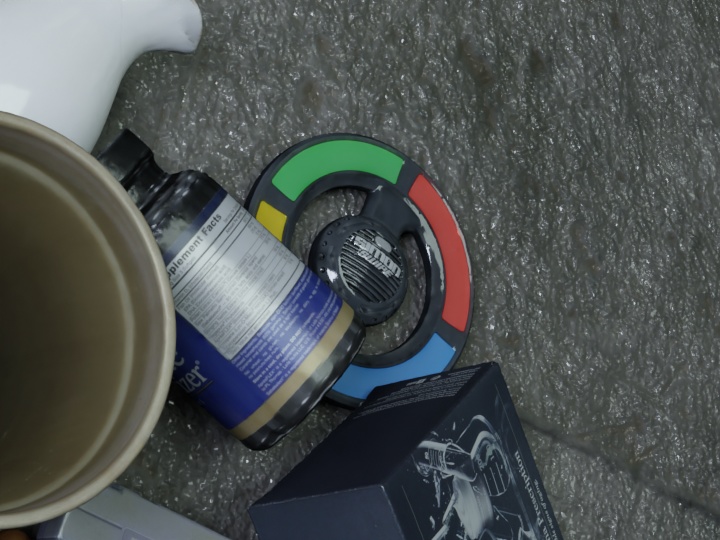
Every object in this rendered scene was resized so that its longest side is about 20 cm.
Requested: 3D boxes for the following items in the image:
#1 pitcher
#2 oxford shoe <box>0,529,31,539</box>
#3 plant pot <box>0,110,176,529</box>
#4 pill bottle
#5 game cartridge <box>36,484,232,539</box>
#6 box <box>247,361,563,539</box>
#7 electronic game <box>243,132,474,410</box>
[{"bbox_3d":[-0.219,-0.131,0.977,0.171,0.121,0.200,40,64,-1],"label":"pitcher"},{"bbox_3d":[-0.269,0.167,0.900,0.199,0.071,0.072,-10,72,-38],"label":"oxford shoe"},{"bbox_3d":[-0.218,0.038,0.828,0.199,0.173,0.201,10,72,-32],"label":"plant pot"},{"bbox_3d":[-0.102,0.009,1.025,0.200,0.112,0.112,43,56,-8],"label":"pill bottle"},{"bbox_3d":[-0.114,0.213,0.965,0.200,0.038,0.130,33,56,-32],"label":"game cartridge"},{"bbox_3d":[0.045,0.191,1.042,0.182,0.104,0.201,-39,111,-55],"label":"box"},{"bbox_3d":[0.000,0.000,1.153,0.199,0.042,0.201,11,71,-32],"label":"electronic game"}]
